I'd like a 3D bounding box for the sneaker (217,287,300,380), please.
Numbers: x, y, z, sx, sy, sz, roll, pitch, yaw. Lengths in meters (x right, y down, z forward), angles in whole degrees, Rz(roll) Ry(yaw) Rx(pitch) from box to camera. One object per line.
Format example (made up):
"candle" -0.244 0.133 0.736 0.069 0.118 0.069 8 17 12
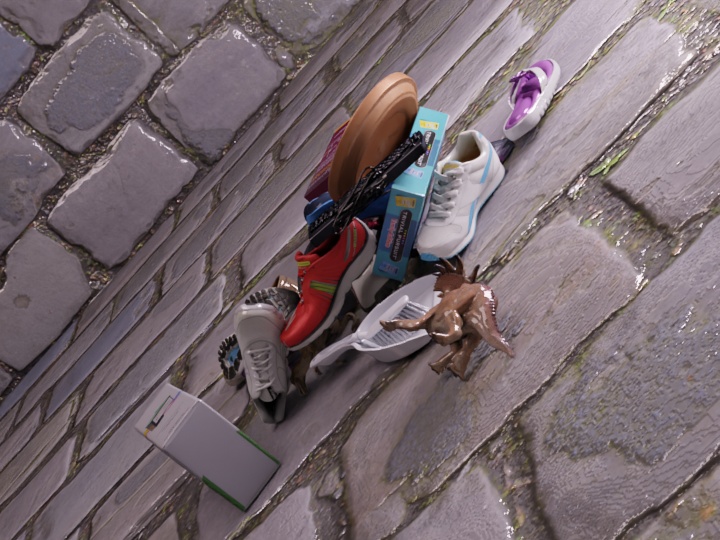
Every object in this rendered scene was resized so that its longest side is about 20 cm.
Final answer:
"sneaker" -0.144 0.093 1.809 0.200 0.090 0.079 -48 58 38

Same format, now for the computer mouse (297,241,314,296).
"computer mouse" -0.069 0.002 1.775 0.200 0.053 0.139 -93 6 -66

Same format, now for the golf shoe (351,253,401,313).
"golf shoe" 0.000 0.000 1.670 0.077 0.088 0.200 -47 18 1

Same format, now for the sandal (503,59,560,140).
"sandal" 0.237 -0.258 1.658 0.082 0.050 0.203 -35 20 31

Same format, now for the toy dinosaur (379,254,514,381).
"toy dinosaur" 0.116 0.043 1.308 0.136 0.086 0.200 -48 21 -18

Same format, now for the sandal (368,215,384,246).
"sandal" 0.039 -0.086 1.821 0.075 0.045 0.200 -41 19 21

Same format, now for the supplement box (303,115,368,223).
"supplement box" -0.007 -0.171 2.007 0.086 0.110 0.200 -36 22 39

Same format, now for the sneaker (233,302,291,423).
"sneaker" -0.130 0.128 1.608 0.075 0.200 0.081 -7 41 3

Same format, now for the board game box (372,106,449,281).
"board game box" 0.071 -0.107 1.612 0.200 0.047 0.151 -71 -5 -48

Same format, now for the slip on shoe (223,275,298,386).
"slip on shoe" -0.166 0.097 1.914 0.200 0.061 0.076 -51 16 -5

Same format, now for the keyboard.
"keyboard" 0.002 -0.114 1.517 0.200 0.040 0.104 -42 21 9

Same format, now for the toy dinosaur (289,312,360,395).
"toy dinosaur" -0.054 0.075 1.622 0.101 0.058 0.201 5 74 45

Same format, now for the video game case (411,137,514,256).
"video game case" 0.130 -0.103 1.681 0.200 0.019 0.143 -54 17 -16

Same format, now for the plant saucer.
"plant saucer" 0.024 -0.176 1.611 0.200 0.032 0.200 -52 -18 -25

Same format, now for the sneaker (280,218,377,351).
"sneaker" -0.061 0.012 1.575 0.200 0.085 0.077 -60 28 -6

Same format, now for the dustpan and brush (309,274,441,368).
"dustpan and brush" 0.018 0.082 1.492 0.200 0.057 0.140 -41 19 26

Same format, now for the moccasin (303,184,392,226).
"moccasin" 0.006 -0.120 1.753 0.199 0.081 0.068 -16 26 -15

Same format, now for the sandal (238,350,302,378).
"sandal" -0.111 0.124 1.733 0.203 0.082 0.050 -38 63 37

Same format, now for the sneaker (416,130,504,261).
"sneaker" 0.122 -0.098 1.555 0.076 0.081 0.200 2 51 37

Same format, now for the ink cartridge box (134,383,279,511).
"ink cartridge box" -0.214 0.237 1.594 0.084 0.145 0.200 -53 17 -12
